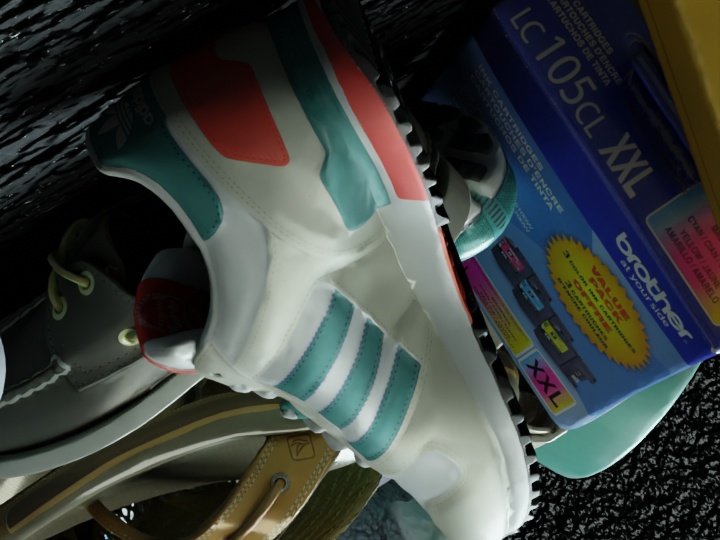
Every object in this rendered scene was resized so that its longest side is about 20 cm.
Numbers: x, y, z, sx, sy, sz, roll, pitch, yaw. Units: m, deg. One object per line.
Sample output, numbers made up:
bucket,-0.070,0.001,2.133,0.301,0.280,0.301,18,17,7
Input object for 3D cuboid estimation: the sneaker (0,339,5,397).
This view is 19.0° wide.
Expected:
sneaker,-0.186,0.064,0.586,0.199,0.073,0.071,-31,177,17

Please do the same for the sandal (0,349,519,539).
sandal,-0.032,0.073,0.746,0.198,0.054,0.080,-11,165,-18

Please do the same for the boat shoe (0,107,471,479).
boat shoe,-0.064,0.002,0.694,0.201,0.060,0.072,-28,-147,16

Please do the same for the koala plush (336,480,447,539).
koala plush,-0.023,0.119,1.162,0.177,0.201,0.183,-33,172,40

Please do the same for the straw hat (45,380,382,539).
straw hat,-0.071,0.107,0.874,0.199,0.086,0.202,-10,-147,6

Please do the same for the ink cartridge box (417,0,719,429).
ink cartridge box,0.091,-0.032,0.750,0.076,0.137,0.200,-32,175,-19

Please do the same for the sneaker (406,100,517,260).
sneaker,0.000,0.000,0.785,0.200,0.080,0.078,-28,-156,55

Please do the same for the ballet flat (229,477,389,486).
ballet flat,-0.063,0.071,0.973,0.199,0.073,0.072,3,-162,44

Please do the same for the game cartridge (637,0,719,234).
game cartridge,0.185,-0.078,0.657,0.199,0.178,0.032,-26,-163,-15

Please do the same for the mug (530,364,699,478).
mug,0.102,-0.006,1.043,0.186,0.114,0.152,-57,-166,9

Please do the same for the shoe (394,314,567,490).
shoe,0.073,0.034,0.940,0.200,0.070,0.054,-52,-160,27

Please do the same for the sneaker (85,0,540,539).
sneaker,-0.014,0.013,0.617,0.093,0.071,0.201,-21,130,1

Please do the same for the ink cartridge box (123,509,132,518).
ink cartridge box,-0.180,0.122,1.103,0.115,0.067,0.200,-27,174,-12

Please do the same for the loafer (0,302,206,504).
loafer,-0.133,0.073,0.796,0.199,0.069,0.076,-29,136,20
